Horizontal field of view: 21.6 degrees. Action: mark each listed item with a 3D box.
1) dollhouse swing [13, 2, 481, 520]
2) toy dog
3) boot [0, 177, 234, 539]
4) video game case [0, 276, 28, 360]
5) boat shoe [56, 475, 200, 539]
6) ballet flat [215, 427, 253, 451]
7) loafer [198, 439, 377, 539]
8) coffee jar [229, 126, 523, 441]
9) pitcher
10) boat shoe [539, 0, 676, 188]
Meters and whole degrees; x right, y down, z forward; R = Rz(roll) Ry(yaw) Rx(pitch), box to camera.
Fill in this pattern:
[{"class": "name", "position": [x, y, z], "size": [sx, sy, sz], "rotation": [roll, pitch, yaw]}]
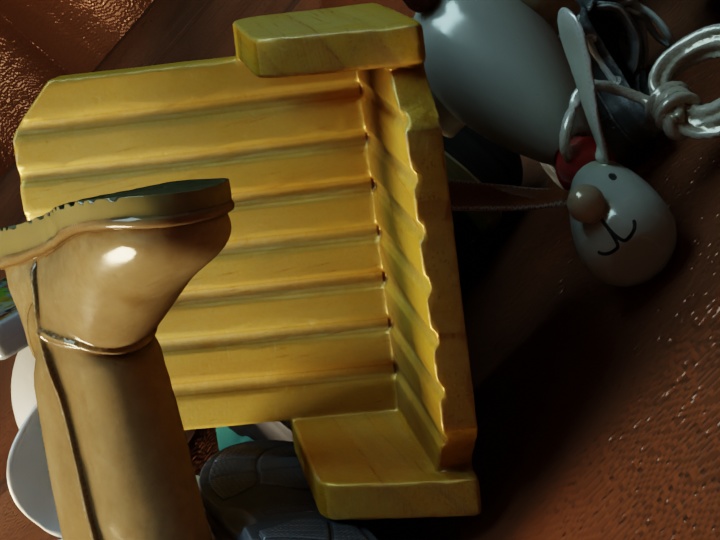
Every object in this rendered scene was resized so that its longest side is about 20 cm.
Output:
[{"class": "dollhouse swing", "position": [-0.057, -0.001, 0.811], "size": [0.174, 0.202, 0.182], "rotation": [-8, 12, -6]}, {"class": "toy dog", "position": [0.067, -0.083, 0.835], "size": [0.200, 0.096, 0.133], "rotation": [30, 91, 49]}, {"class": "boot", "position": [-0.084, 0.069, 0.780], "size": [0.066, 0.202, 0.175], "rotation": [-13, 0, -29]}, {"class": "video game case", "position": [-0.178, 0.006, 1.155], "size": [0.181, 0.023, 0.199], "rotation": [-31, 12, -27]}, {"class": "boat shoe", "position": [-0.130, 0.166, 1.015], "size": [0.200, 0.061, 0.073], "rotation": [128, 137, -54]}, {"class": "ballet flat", "position": [-0.050, 0.030, 1.081], "size": [0.067, 0.070, 0.201], "rotation": [-29, 27, 45]}, {"class": "loafer", "position": [-0.033, 0.127, 0.833], "size": [0.200, 0.071, 0.064], "rotation": [-136, 46, -75]}, {"class": "coffee jar", "position": [0.000, 0.000, 0.985], "size": [0.201, 0.085, 0.104], "rotation": [-55, 18, -18]}, {"class": "pitcher", "position": [-0.140, 0.059, 1.145], "size": [0.172, 0.121, 0.200], "rotation": [-53, 10, 5]}, {"class": "boat shoe", "position": [0.116, -0.115, 0.950], "size": [0.068, 0.074, 0.200], "rotation": [-39, 22, 24]}]
